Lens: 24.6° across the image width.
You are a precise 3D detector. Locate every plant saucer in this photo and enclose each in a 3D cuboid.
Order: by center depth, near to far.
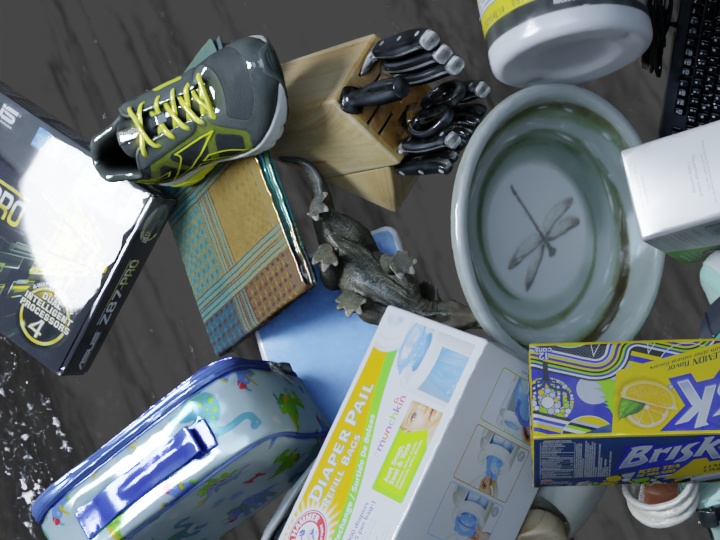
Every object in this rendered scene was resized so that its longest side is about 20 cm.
[{"bbox_3d":[0.129,-0.028,1.155,0.050,0.199,0.202,-3,77,53],"label":"plant saucer"}]

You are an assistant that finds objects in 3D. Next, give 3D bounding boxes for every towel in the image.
[{"bbox_3d":[-0.103,-0.053,1.240,0.146,0.022,0.202,-36,70,50],"label":"towel"}]

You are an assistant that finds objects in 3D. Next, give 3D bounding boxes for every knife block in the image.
[{"bbox_3d":[-0.006,-0.126,1.176,0.199,0.176,0.064,25,66,18],"label":"knife block"}]

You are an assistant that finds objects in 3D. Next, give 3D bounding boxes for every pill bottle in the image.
[{"bbox_3d":[0.127,-0.237,1.136,0.113,0.114,0.202,-13,76,12],"label":"pill bottle"}]

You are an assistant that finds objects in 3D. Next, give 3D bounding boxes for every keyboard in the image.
[{"bbox_3d":[0.234,-0.155,1.132,0.103,0.201,0.040,18,44,20],"label":"keyboard"}]

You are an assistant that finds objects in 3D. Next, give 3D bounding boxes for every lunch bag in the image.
[{"bbox_3d":[-0.124,0.143,1.173,0.200,0.161,0.083,-38,73,13],"label":"lunch bag"}]

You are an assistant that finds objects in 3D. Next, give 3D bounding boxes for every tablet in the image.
[{"bbox_3d":[-0.004,0.079,1.236,0.129,0.014,0.202,-20,77,10],"label":"tablet"}]

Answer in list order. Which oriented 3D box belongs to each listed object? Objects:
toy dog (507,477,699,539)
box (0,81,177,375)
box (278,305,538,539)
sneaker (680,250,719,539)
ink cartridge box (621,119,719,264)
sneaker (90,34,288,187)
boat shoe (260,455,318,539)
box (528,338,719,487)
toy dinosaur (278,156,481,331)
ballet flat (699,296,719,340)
[{"bbox_3d":[0.169,0.140,1.127,0.199,0.096,0.133,-19,50,35],"label":"toy dog"},{"bbox_3d":[-0.261,-0.037,1.293,0.199,0.049,0.162,34,98,18],"label":"box"},{"bbox_3d":[0.041,0.142,1.099,0.112,0.101,0.201,17,80,53],"label":"box"},{"bbox_3d":[0.247,0.093,1.134,0.117,0.074,0.202,-22,77,6],"label":"sneaker"},{"bbox_3d":[0.290,-0.069,1.112,0.198,0.117,0.068,-16,75,24],"label":"ink cartridge box"},{"bbox_3d":[-0.123,-0.101,1.167,0.200,0.084,0.075,-33,75,51],"label":"sneaker"},{"bbox_3d":[0.003,0.148,1.181,0.073,0.065,0.201,38,91,17],"label":"boat shoe"},{"bbox_3d":[0.203,0.086,1.013,0.198,0.065,0.071,-1,55,4],"label":"box"},{"bbox_3d":[0.000,0.000,1.194,0.199,0.102,0.077,37,82,20],"label":"toy dinosaur"},{"bbox_3d":[0.301,0.005,1.084,0.199,0.073,0.073,-27,70,-35],"label":"ballet flat"}]
